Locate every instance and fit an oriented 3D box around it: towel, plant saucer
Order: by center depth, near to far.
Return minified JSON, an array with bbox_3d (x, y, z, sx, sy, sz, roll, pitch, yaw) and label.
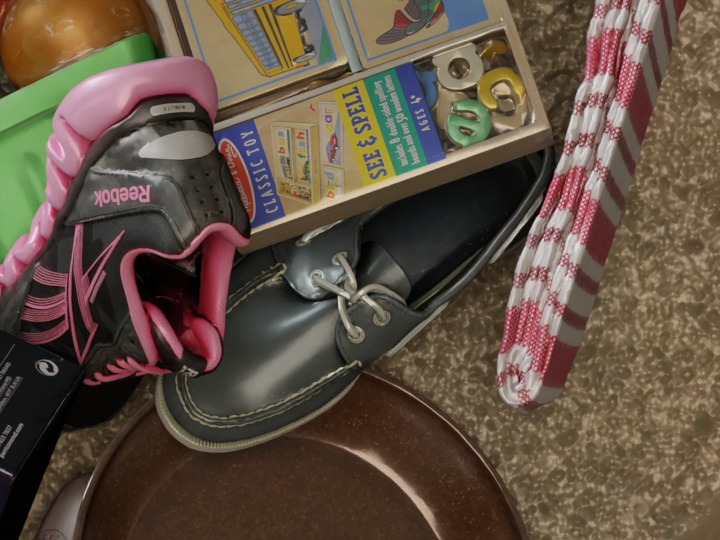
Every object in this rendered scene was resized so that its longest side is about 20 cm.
[{"bbox_3d":[0.091,-0.041,0.920,0.030,0.146,0.201,17,89,10],"label":"towel"},{"bbox_3d":[-0.024,0.133,0.937,0.199,0.037,0.202,9,63,-17],"label":"plant saucer"}]

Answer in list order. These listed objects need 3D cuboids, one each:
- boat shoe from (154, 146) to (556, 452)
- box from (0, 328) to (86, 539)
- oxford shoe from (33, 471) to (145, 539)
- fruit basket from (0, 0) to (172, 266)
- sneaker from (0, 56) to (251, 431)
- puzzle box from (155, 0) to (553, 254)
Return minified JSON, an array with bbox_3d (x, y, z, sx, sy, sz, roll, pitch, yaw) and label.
[{"bbox_3d":[0.000,0.000,0.937,0.199,0.062,0.073,-35,83,-16],"label":"boat shoe"},{"bbox_3d":[-0.210,0.099,0.900,0.140,0.079,0.201,27,125,2],"label":"box"},{"bbox_3d":[-0.125,0.163,0.917,0.071,0.073,0.201,-2,57,20],"label":"oxford shoe"},{"bbox_3d":[-0.157,-0.096,0.955,0.184,0.094,0.201,-27,79,-1],"label":"fruit basket"},{"bbox_3d":[-0.088,0.014,0.878,0.079,0.200,0.096,-16,60,-29],"label":"sneaker"},{"bbox_3d":[-0.018,-0.121,0.904,0.132,0.025,0.201,-20,76,3],"label":"puzzle box"}]
